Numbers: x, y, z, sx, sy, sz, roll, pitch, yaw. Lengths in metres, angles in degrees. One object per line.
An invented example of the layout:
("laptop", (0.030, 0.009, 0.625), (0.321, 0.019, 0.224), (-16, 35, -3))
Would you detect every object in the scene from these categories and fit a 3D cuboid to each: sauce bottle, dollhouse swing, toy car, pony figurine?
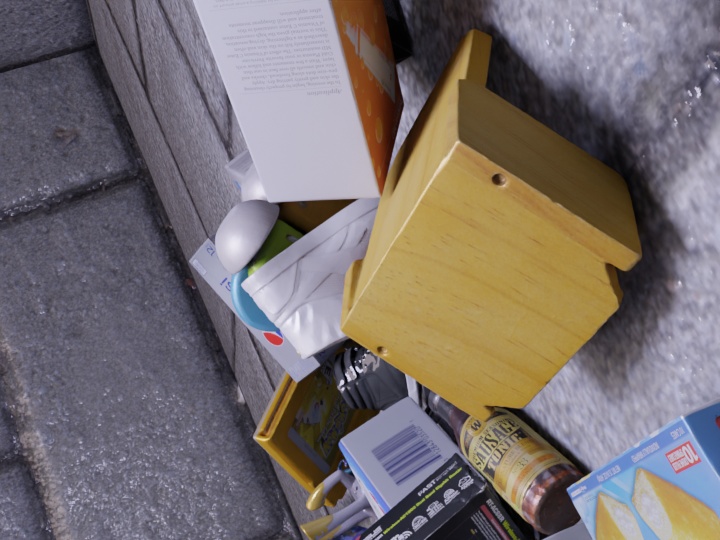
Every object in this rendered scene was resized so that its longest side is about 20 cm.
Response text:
("sauce bottle", (0.126, 0.161, 0.839), (0.200, 0.066, 0.066), (36, 143, 56))
("dollhouse swing", (0.095, -0.039, 0.662), (0.182, 0.176, 0.200), (33, 134, 3))
("toy car", (-0.075, -0.016, 0.988), (0.175, 0.200, 0.150), (35, 135, -18))
("pony figurine", (0.031, 0.305, 1.182), (0.167, 0.200, 0.193), (36, 159, 52))

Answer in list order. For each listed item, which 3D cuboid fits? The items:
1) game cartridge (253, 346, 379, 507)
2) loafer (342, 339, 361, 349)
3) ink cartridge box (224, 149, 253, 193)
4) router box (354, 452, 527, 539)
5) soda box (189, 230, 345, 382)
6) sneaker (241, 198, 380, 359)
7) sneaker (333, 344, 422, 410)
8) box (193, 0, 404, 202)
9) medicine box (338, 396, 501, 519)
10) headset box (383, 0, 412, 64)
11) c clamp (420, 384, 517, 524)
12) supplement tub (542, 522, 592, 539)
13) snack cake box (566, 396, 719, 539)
("game cartridge", (-0.045, 0.191, 1.194), (0.032, 0.176, 0.200), (4, 146, 35))
("loafer", (-0.045, 0.026, 1.148), (0.200, 0.076, 0.067), (52, 145, -4))
("ink cartridge box", (-0.082, -0.055, 1.184), (0.200, 0.045, 0.176), (57, 167, -26))
("router box", (0.091, 0.291, 0.863), (0.200, 0.150, 0.062), (55, 173, -30))
("soda box", (-0.109, 0.033, 1.099), (0.200, 0.068, 0.063), (48, 137, -1))
("sneaker", (0.000, 0.000, 0.873), (0.116, 0.200, 0.074), (53, 169, 1))
("sneaker", (0.011, 0.090, 1.054), (0.071, 0.099, 0.200), (-85, -14, -57))
("box", (-0.039, -0.166, 0.685), (0.200, 0.097, 0.124), (73, -158, -44))
("medicine box", (0.085, 0.273, 0.999), (0.182, 0.103, 0.200), (40, 157, 61))
("headset box", (-0.038, -0.245, 0.870), (0.200, 0.077, 0.149), (-178, 69, -74))
("c clamp", (0.108, 0.169, 0.988), (0.200, 0.027, 0.171), (-132, 27, -53))
("supplement tub", (0.179, 0.322, 0.731), (0.145, 0.145, 0.200), (101, 146, -61))
("snack cake box", (0.211, 0.153, 0.559), (0.200, 0.067, 0.115), (105, 143, -64))
